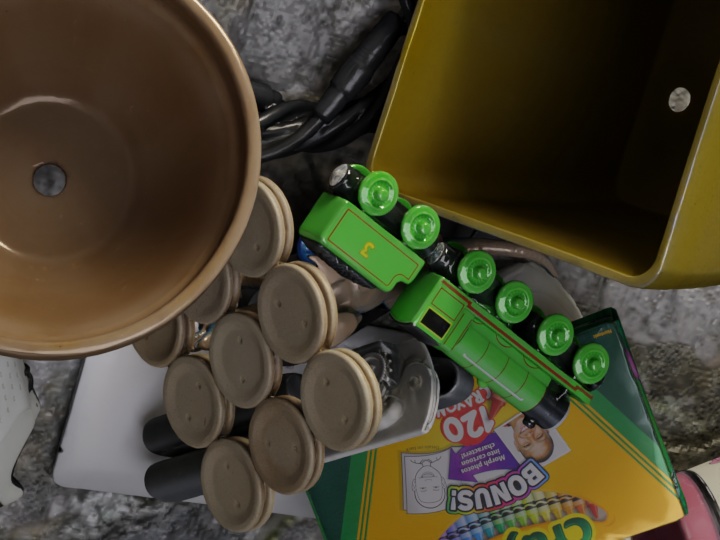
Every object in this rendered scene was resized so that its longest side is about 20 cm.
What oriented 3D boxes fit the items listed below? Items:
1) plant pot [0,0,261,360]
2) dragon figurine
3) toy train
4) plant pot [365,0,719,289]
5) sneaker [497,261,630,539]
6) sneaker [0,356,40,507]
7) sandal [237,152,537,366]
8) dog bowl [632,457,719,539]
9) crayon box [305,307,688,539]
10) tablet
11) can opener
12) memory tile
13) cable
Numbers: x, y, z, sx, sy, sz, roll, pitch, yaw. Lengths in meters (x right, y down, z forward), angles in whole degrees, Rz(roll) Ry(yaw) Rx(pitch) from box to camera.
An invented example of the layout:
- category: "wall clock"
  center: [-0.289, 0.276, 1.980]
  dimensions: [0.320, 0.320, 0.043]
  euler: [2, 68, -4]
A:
- category: "plant pot"
  center: [-0.153, -0.053, 0.970]
  dimensions: [0.199, 0.093, 0.202]
  euler: [2, 82, -11]
- category: "dragon figurine"
  center: [0.000, 0.000, 1.068]
  dimensions: [0.199, 0.099, 0.059]
  euler: [-18, 105, -19]
- category: "toy train"
  center: [0.050, 0.017, 1.016]
  dimensions: [0.200, 0.042, 0.057]
  euler: [38, 82, -27]
- category: "plant pot"
  center: [0.153, -0.099, 1.035]
  dimensions: [0.176, 0.199, 0.201]
  euler: [13, 96, -48]
- category: "sneaker"
  center: [0.122, 0.087, 1.185]
  dimensions: [0.076, 0.081, 0.201]
  euler: [-24, 117, -5]
- category: "sneaker"
  center: [-0.212, 0.047, 1.069]
  dimensions: [0.080, 0.074, 0.201]
  euler: [-4, 120, -35]
- category: "sandal"
  center: [0.024, -0.009, 1.121]
  dimensions: [0.200, 0.043, 0.076]
  euler: [-38, 116, -5]
- category: "dog bowl"
  center: [0.222, 0.211, 1.212]
  dimensions: [0.073, 0.200, 0.201]
  euler: [-4, 115, -7]
- category: "crayon box"
  center: [0.073, 0.112, 1.127]
  dimensions: [0.199, 0.058, 0.119]
  euler: [-21, 94, 8]
- category: "tablet"
  center: [-0.071, 0.081, 1.155]
  dimensions: [0.199, 0.014, 0.131]
  euler: [10, 110, -22]
- category: "can opener"
  center: [-0.029, 0.086, 1.084]
  dimensions: [0.199, 0.054, 0.067]
  euler: [-20, 155, 34]
- category: "memory tile"
  center: [-0.068, 0.023, 1.015]
  dimensions: [0.017, 0.201, 0.153]
  euler: [-11, 157, -43]
- category: "cable"
  center: [-0.047, -0.135, 1.050]
  dimensions: [0.199, 0.051, 0.164]
  euler: [-14, 122, -14]
